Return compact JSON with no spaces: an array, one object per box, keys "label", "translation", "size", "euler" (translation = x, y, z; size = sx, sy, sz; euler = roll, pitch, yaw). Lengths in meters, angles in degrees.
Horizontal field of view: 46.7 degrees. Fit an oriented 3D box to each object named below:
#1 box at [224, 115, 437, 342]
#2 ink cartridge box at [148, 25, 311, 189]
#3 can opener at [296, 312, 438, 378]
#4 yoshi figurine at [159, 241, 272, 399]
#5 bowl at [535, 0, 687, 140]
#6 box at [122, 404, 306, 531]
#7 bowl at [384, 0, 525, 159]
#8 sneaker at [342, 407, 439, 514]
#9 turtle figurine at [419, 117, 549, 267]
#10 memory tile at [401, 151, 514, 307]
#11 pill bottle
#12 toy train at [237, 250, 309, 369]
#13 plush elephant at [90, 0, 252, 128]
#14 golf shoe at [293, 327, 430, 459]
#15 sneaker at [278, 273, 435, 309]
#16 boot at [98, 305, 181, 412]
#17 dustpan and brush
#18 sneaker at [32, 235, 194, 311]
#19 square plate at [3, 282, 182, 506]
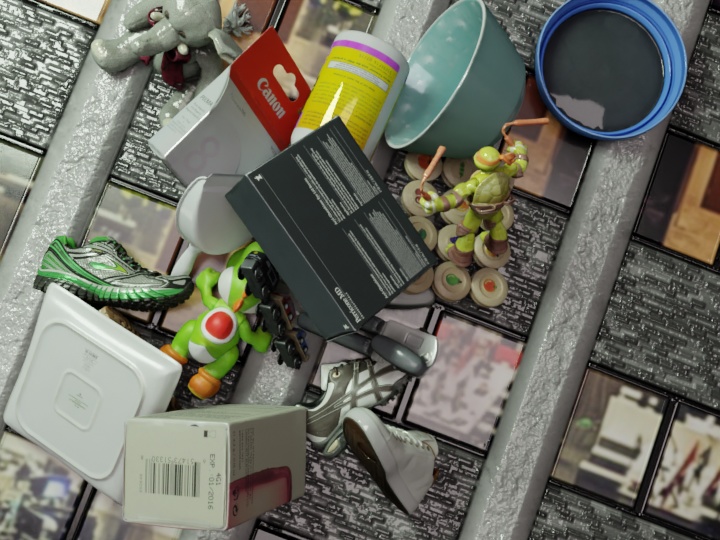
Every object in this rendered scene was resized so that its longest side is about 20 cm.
[{"label":"box","translation":[-0.031,-0.045,0.924],"size":[0.141,0.079,0.201],"euler":[-38,96,-32]},{"label":"ink cartridge box","translation":[-0.134,-0.164,1.000],"size":[0.200,0.163,0.057],"euler":[-41,54,-4]},{"label":"can opener","translation":[0.005,0.073,0.994],"size":[0.199,0.066,0.053],"euler":[19,80,36]},{"label":"yoshi figurine","translation":[-0.161,0.050,1.027],"size":[0.112,0.112,0.201],"euler":[42,100,40]},{"label":"bowl","translation":[0.325,-0.268,1.097],"size":[0.199,0.039,0.202],"euler":[0,85,-4]},{"label":"box","translation":[-0.156,0.212,0.931],"size":[0.127,0.200,0.110],"euler":[-2,85,20]},{"label":"bowl","translation":[0.126,-0.217,1.019],"size":[0.105,0.201,0.202],"euler":[26,84,-23]},{"label":"sneaker","translation":[0.041,0.205,0.986],"size":[0.085,0.200,0.073],"euler":[-44,48,-17]},{"label":"turtle figurine","translation":[0.151,-0.087,0.968],"size":[0.199,0.162,0.064],"euler":[-31,50,-27]},{"label":"memory tile","translation":[0.121,-0.057,1.045],"size":[0.152,0.017,0.201],"euler":[11,70,-13]},{"label":"pill bottle","translation":[-0.021,-0.186,1.035],"size":[0.104,0.104,0.201],"euler":[24,84,-1]},{"label":"toy train","translation":[-0.099,0.050,0.985],"size":[0.034,0.201,0.046],"euler":[9,51,23]},{"label":"plush elephant","translation":[-0.217,-0.281,1.004],"size":[0.200,0.155,0.165],"euler":[-37,88,-5]},{"label":"golf shoe","translation":[0.002,0.133,1.024],"size":[0.094,0.078,0.200],"euler":[43,83,1]},{"label":"sneaker","translation":[0.000,0.000,1.039],"size":[0.199,0.070,0.081],"euler":[14,82,-2]},{"label":"boot","translation":[-0.291,0.146,1.001],"size":[0.107,0.075,0.201],"euler":[-23,95,1]},{"label":"dustpan and brush","translation":[-0.178,-0.047,0.996],"size":[0.057,0.139,0.201],"euler":[45,120,29]},{"label":"sneaker","translation":[-0.296,0.000,1.006],"size":[0.199,0.078,0.086],"euler":[10,81,7]},{"label":"square plate","translation":[-0.323,0.147,0.970],"size":[0.199,0.028,0.199],"euler":[29,107,14]}]
